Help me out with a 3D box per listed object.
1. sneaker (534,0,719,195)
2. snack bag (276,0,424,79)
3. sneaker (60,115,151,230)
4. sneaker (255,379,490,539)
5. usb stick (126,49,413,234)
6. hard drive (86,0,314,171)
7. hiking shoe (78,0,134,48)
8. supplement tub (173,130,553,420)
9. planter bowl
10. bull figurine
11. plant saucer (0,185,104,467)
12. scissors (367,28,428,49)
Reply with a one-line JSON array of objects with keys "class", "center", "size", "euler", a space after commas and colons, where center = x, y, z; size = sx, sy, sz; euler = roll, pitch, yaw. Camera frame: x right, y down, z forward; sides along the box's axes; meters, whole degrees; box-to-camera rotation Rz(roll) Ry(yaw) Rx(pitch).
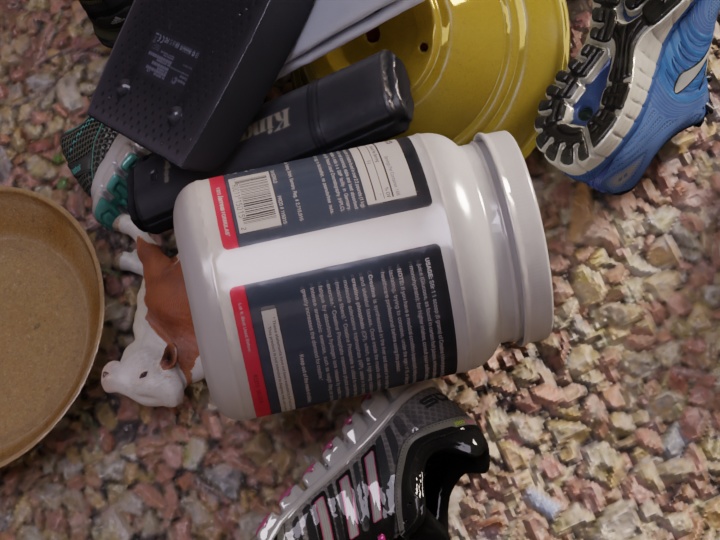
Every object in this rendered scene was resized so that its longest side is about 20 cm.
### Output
[{"class": "sneaker", "center": [0.182, -0.137, 1.125], "size": [0.078, 0.089, 0.201], "euler": [25, 82, 41]}, {"class": "snack bag", "center": [-0.001, -0.229, 1.095], "size": [0.188, 0.021, 0.202], "euler": [-25, 56, 38]}, {"class": "sneaker", "center": [-0.129, -0.127, 1.206], "size": [0.200, 0.078, 0.091], "euler": [-50, 54, 1]}, {"class": "sneaker", "center": [0.006, 0.152, 1.065], "size": [0.087, 0.074, 0.200], "euler": [30, 74, 29]}, {"class": "usb stick", "center": [-0.057, -0.076, 1.101], "size": [0.199, 0.033, 0.056], "euler": [-21, 62, 25]}, {"class": "hard drive", "center": [-0.084, -0.163, 1.104], "size": [0.135, 0.042, 0.201], "euler": [29, 93, 49]}, {"class": "hiking shoe", "center": [-0.183, -0.259, 1.260], "size": [0.075, 0.101, 0.201], "euler": [-20, 66, 5]}, {"class": "supplement tub", "center": [0.000, 0.000, 1.047], "size": [0.198, 0.141, 0.141], "euler": [-12, 66, -4]}, {"class": "planter bowl", "center": [0.024, -0.142, 1.130], "size": [0.199, 0.083, 0.202], "euler": [-1, 88, 27]}, {"class": "bull figurine", "center": [-0.097, -0.004, 1.158], "size": [0.200, 0.065, 0.121], "euler": [-42, 63, -3]}, {"class": "plant saucer", "center": [-0.248, 0.044, 1.188], "size": [0.199, 0.035, 0.202], "euler": [-8, 67, 19]}, {"class": "scissors", "center": [0.007, -0.140, 1.211], "size": [0.200, 0.014, 0.073], "euler": [-45, 67, -7]}]
